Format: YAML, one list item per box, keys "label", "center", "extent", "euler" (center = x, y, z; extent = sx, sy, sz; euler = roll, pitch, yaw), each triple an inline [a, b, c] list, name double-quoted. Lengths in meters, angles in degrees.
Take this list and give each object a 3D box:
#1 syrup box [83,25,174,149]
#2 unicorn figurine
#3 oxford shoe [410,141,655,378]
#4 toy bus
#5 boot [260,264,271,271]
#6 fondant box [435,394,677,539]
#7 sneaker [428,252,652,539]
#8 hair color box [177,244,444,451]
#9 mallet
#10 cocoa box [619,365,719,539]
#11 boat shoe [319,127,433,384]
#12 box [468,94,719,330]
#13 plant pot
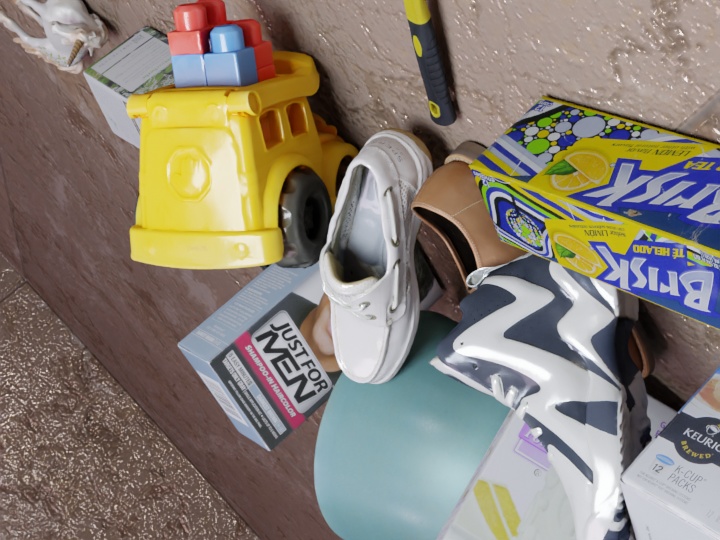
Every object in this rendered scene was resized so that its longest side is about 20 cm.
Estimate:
- label: "syrup box"
  center: [-0.150, -0.136, 1.095]
  extent: [0.200, 0.079, 0.081]
  euler: [33, 155, 37]
- label: "unicorn figurine"
  center: [-0.307, -0.251, 1.245]
  extent: [0.137, 0.074, 0.200]
  euler: [38, 174, 0]
- label: "oxford shoe"
  center: [0.113, 0.010, 0.832]
  extent: [0.200, 0.071, 0.071]
  euler: [45, 159, 4]
- label: "toy bus"
  center: [-0.083, -0.106, 0.918]
  extent: [0.136, 0.200, 0.192]
  euler: [0, 105, 25]
- label: "boot"
  center: [-0.042, 0.002, 1.125]
  extent: [0.211, 0.079, 0.158]
  euler: [52, 166, -31]
- label: "fondant box"
  center: [0.142, 0.169, 0.829]
  extent: [0.144, 0.200, 0.058]
  euler: [31, 154, 6]
- label: "sneaker"
  center: [0.105, 0.080, 0.762]
  extent: [0.129, 0.199, 0.079]
  euler: [-8, 171, 27]
- label: "hair color box"
  center: [-0.037, 0.039, 1.003]
  extent: [0.061, 0.200, 0.099]
  euler: [19, 145, 55]
- label: "mallet"
  center: [0.040, -0.153, 0.737]
  extent: [0.066, 0.041, 0.200]
  euler: [29, 158, 38]
- label: "cocoa box"
  center: [0.255, 0.162, 0.721]
  extent: [0.133, 0.131, 0.200]
  euler: [28, 152, 42]
- label: "boat shoe"
  center: [0.000, 0.000, 0.871]
  extent: [0.071, 0.069, 0.200]
  euler: [21, 122, 28]
- label: "box"
  center: [0.155, -0.031, 0.663]
  extent: [0.200, 0.070, 0.064]
  euler: [26, 153, 48]
- label: "plant pot"
  center: [0.090, 0.147, 0.968]
  extent: [0.161, 0.201, 0.201]
  euler: [16, 144, 40]
